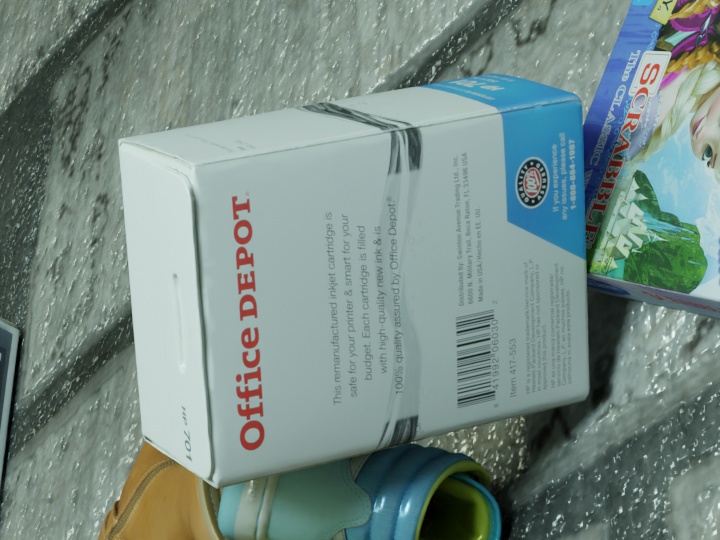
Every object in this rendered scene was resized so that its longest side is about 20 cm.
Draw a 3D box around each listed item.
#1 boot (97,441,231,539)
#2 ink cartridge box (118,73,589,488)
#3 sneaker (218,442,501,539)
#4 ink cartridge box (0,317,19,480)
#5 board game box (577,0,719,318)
[{"bbox_3d":[-0.102,0.156,1.396,0.156,0.076,0.200,-55,28,17],"label":"boot"},{"bbox_3d":[0.000,0.000,1.141,0.086,0.199,0.148,26,122,59],"label":"ink cartridge box"},{"bbox_3d":[0.010,0.115,1.248,0.200,0.130,0.080,-6,-71,-81],"label":"sneaker"},{"bbox_3d":[-0.315,0.160,1.806,0.198,0.043,0.201,-39,39,40],"label":"ink cartridge box"},{"bbox_3d":[0.176,-0.078,1.135,0.199,0.041,0.201,12,80,62],"label":"board game box"}]
